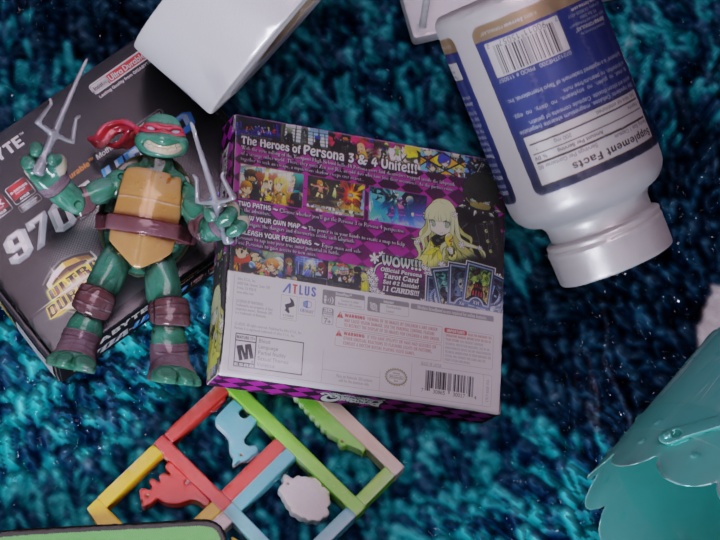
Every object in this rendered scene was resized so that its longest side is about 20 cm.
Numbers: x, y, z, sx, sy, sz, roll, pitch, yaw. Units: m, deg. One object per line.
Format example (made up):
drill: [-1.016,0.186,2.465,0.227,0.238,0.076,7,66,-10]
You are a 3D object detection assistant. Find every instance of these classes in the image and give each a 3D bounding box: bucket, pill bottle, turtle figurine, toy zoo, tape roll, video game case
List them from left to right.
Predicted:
turtle figurine: [-0.139,-0.030,1.562,0.149,0.101,0.201,7,87,13]
toy zoo: [-0.086,0.155,1.593,0.131,0.020,0.200,44,75,10]
tape roll: [-0.059,-0.199,1.599,0.071,0.202,0.203,41,74,-3]
video game case: [0.000,0.000,1.610,0.200,0.036,0.182,8,71,-19]
pill bottle: [0.135,-0.096,1.618,0.111,0.111,0.200,-23,96,-10]
bucket: [0.257,0.140,1.525,0.207,0.207,0.135,35,69,8]

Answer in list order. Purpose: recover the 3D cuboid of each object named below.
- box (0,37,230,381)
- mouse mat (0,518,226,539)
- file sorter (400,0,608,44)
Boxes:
box: [-0.171,-0.046,1.640,0.200,0.046,0.159,-36,78,-13]
mouse mat: [-0.161,0.262,1.550,0.160,0.008,0.201,-3,79,1]
file sorter: [0.119,-0.264,1.685,0.200,0.125,0.139,-13,74,-7]
